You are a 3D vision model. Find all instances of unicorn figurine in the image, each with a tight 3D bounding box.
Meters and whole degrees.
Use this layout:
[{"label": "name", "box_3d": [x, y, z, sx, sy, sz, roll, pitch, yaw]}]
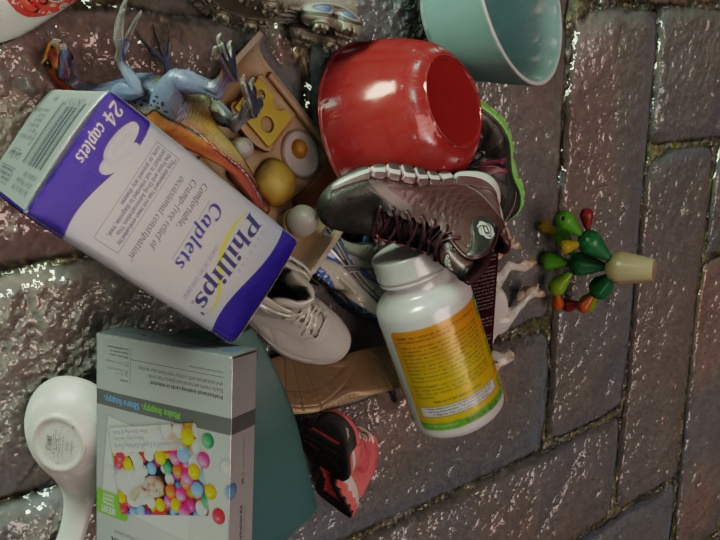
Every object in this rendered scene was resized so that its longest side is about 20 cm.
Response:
[{"label": "unicorn figurine", "box_3d": [0.194, 0.050, 0.989, 0.136, 0.074, 0.203, -34, 106, -13]}]

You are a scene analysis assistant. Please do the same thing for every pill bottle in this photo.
[{"label": "pill bottle", "box_3d": [0.081, 0.069, 0.782, 0.110, 0.110, 0.204, -28, 108, -26]}]

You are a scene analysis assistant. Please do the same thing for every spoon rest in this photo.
[{"label": "spoon rest", "box_3d": [-0.278, 0.197, 0.674, 0.097, 0.061, 0.206, 13, 100, 5]}]

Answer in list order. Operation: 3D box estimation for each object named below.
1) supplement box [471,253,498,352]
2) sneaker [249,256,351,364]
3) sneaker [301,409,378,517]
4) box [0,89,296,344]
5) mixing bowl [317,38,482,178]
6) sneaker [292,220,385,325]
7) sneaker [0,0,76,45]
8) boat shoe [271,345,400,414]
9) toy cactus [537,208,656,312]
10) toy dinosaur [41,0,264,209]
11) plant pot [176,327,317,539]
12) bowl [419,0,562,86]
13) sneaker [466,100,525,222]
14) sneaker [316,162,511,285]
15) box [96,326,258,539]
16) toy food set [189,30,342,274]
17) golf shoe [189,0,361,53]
[{"label": "supplement box", "box_3d": [0.114, 0.031, 0.893, 0.060, 0.108, 0.206, -10, 109, -33]}, {"label": "sneaker", "box_3d": [-0.067, 0.044, 0.732, 0.198, 0.115, 0.075, 34, 72, -29]}, {"label": "sneaker", "box_3d": [-0.017, 0.212, 0.854, 0.087, 0.073, 0.203, -47, 152, -32]}, {"label": "box", "box_3d": [-0.187, -0.048, 0.601, 0.199, 0.182, 0.106, 39, 79, -36]}, {"label": "mixing bowl", "box_3d": [0.060, -0.165, 0.757, 0.197, 0.107, 0.206, 13, 72, -43]}, {"label": "sneaker", "box_3d": [0.000, 0.000, 0.823, 0.199, 0.076, 0.087, 40, 75, -37]}, {"label": "sneaker", "box_3d": [-0.232, -0.248, 0.560, 0.201, 0.107, 0.068, -41, 123, -20]}, {"label": "boat shoe", "box_3d": [-0.042, 0.134, 0.832, 0.195, 0.065, 0.073, -8, 64, -23]}, {"label": "toy cactus", "box_3d": [0.343, -0.010, 1.025, 0.103, 0.162, 0.204, -49, 133, -39]}, {"label": "toy dinosaur", "box_3d": [-0.181, -0.144, 0.589, 0.105, 0.177, 0.206, 38, 44, -69]}, {"label": "plant pot", "box_3d": [-0.148, 0.167, 0.699, 0.141, 0.138, 0.206, -23, 106, -60]}, {"label": "bowl", "box_3d": [0.139, -0.298, 0.802, 0.198, 0.103, 0.207, 11, 75, -49]}, {"label": "sneaker", "box_3d": [0.150, -0.132, 0.896, 0.084, 0.076, 0.202, -45, 123, -22]}, {"label": "sneaker", "box_3d": [0.060, -0.039, 0.686, 0.194, 0.118, 0.077, -5, 143, -14]}, {"label": "box", "box_3d": [-0.161, 0.160, 0.608, 0.041, 0.152, 0.206, -10, 104, -61]}, {"label": "toy food set", "box_3d": [-0.078, -0.115, 0.714, 0.201, 0.060, 0.145, 48, 62, -27]}, {"label": "golf shoe", "box_3d": [-0.087, -0.286, 0.695, 0.196, 0.077, 0.100, 4, 82, -41]}]
